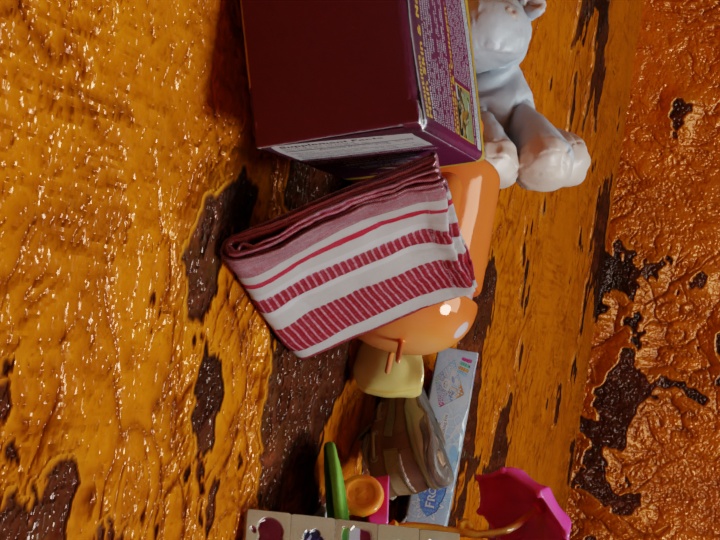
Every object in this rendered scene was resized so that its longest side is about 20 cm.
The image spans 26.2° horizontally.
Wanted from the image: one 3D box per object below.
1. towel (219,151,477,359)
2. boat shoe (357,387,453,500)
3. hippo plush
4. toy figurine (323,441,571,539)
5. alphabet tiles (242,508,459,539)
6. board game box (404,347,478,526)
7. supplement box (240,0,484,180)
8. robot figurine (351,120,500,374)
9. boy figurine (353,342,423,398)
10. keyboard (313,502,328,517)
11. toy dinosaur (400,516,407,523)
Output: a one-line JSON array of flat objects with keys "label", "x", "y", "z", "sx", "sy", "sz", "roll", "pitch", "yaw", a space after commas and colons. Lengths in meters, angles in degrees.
[{"label": "towel", "x": 0.000, "y": 0.000, "z": 1.007, "sx": 0.200, "sy": 0.143, "sz": 0.023, "roll": 64, "pitch": 4, "yaw": -66}, {"label": "boat shoe", "x": 0.031, "y": 0.140, "z": 1.329, "sx": 0.200, "sy": 0.071, "sz": 0.076, "roll": -93, "pitch": 159, "yaw": -80}, {"label": "hippo plush", "x": 0.128, "y": -0.162, "z": 1.343, "sx": 0.200, "sy": 0.158, "sz": 0.163, "roll": -32, "pitch": 129, "yaw": -71}, {"label": "toy figurine", "x": 0.071, "y": 0.218, "z": 1.157, "sx": 0.151, "sy": 0.182, "sz": 0.201, "roll": 91, "pitch": -6, "yaw": -51}, {"label": "alphabet tiles", "x": -0.009, "y": 0.272, "z": 1.054, "sx": 0.008, "sy": 0.166, "sz": 0.202, "roll": -25, "pitch": -122, "yaw": 61}, {"label": "board game box", "x": 0.075, "y": 0.187, "z": 1.509, "sx": 0.200, "sy": 0.043, "sz": 0.201, "roll": 79, "pitch": 23, "yaw": -78}, {"label": "supplement box", "x": 0.006, "y": -0.131, "z": 0.949, "sx": 0.200, "sy": 0.102, "sz": 0.132, "roll": 10, "pitch": 74, "yaw": -76}, {"label": "robot figurine", "x": 0.042, "y": -0.023, "z": 1.180, "sx": 0.116, "sy": 0.143, "sz": 0.202, "roll": 22, "pitch": 74, "yaw": -46}, {"label": "boy figurine", "x": 0.043, "y": 0.036, "z": 1.323, "sx": 0.200, "sy": 0.064, "sz": 0.125, "roll": -65, "pitch": 161, "yaw": -57}, {"label": "keyboard", "x": -0.057, "y": 0.235, "z": 1.161, "sx": 0.200, "sy": 0.011, "sz": 0.057, "roll": -39, "pitch": 130, "yaw": -70}, {"label": "toy dinosaur", "x": 0.003, "y": 0.315, "z": 1.332, "sx": 0.200, "sy": 0.076, "sz": 0.103, "roll": -62, "pitch": 146, "yaw": -51}]
